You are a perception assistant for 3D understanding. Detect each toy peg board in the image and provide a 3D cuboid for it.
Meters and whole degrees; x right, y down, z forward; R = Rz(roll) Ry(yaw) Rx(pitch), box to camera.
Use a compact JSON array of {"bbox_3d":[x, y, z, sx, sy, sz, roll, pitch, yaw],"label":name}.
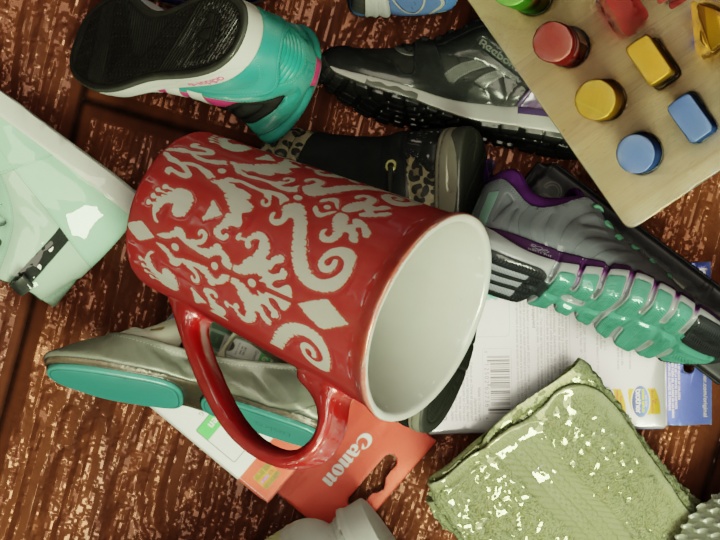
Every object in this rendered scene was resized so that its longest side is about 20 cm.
[{"bbox_3d":[0.189,-0.160,1.049,0.200,0.098,0.199,-35,85,16],"label":"toy peg board"}]

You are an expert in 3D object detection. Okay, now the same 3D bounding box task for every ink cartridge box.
[{"bbox_3d":[-0.055,0.096,1.163,0.200,0.050,0.109,40,91,-2],"label":"ink cartridge box"},{"bbox_3d":[0.143,0.051,1.171,0.200,0.042,0.119,-1,90,1],"label":"ink cartridge box"}]

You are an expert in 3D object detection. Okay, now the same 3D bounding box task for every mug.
[{"bbox_3d":[-0.050,0.009,1.034,0.200,0.133,0.178,24,60,29],"label":"mug"}]

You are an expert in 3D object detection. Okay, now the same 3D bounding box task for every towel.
[{"bbox_3d":[0.148,0.169,1.148,0.148,0.036,0.200,-40,116,1],"label":"towel"}]

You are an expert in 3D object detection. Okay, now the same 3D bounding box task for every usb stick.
[{"bbox_3d":[0.187,0.002,1.137,0.200,0.033,0.055,37,97,0],"label":"usb stick"}]

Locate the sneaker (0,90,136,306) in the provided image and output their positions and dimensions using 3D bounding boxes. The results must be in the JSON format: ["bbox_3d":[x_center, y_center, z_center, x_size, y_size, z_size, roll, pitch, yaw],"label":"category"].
[{"bbox_3d":[-0.260,-0.060,1.137,0.200,0.074,0.118,36,85,-5],"label":"sneaker"}]

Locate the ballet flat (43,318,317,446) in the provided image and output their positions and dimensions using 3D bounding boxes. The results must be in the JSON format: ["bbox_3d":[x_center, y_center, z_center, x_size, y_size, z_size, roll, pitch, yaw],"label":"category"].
[{"bbox_3d":[-0.106,0.065,1.113,0.200,0.067,0.064,14,66,-2],"label":"ballet flat"}]

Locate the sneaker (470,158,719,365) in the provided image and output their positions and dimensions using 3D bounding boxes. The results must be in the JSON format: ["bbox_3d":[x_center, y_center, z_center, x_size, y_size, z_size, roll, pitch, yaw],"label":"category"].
[{"bbox_3d":[0.163,-0.008,1.090,0.200,0.074,0.088,22,62,-13],"label":"sneaker"}]

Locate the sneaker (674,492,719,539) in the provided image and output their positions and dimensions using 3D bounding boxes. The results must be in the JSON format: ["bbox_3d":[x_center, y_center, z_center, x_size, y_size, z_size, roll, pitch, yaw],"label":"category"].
[{"bbox_3d":[0.295,0.174,1.149,0.200,0.070,0.100,-48,114,-16],"label":"sneaker"}]

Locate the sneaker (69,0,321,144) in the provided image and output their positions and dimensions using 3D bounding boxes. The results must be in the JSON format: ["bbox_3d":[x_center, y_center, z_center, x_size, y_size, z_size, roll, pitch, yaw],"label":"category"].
[{"bbox_3d":[-0.097,-0.137,1.123,0.121,0.200,0.084,23,80,-41],"label":"sneaker"}]

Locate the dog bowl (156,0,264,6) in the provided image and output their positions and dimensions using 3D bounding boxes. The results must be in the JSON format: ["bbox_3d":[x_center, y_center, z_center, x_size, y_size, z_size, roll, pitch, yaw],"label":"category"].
[{"bbox_3d":[-0.104,-0.278,1.131,0.200,0.079,0.200,0,93,-1],"label":"dog bowl"}]

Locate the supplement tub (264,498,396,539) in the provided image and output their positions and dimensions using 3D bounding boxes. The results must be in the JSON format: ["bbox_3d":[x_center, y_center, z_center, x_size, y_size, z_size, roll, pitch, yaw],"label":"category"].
[{"bbox_3d":[-0.051,0.257,1.123,0.200,0.145,0.145,-33,93,1],"label":"supplement tub"}]

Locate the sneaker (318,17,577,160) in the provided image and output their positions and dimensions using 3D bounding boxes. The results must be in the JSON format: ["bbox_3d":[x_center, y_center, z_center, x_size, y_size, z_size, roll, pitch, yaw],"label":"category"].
[{"bbox_3d":[0.071,-0.139,1.154,0.200,0.076,0.088,12,81,-8],"label":"sneaker"}]

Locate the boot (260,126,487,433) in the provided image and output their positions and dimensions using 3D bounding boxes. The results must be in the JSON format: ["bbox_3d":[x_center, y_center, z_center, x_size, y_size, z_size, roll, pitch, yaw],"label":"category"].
[{"bbox_3d":[0.001,-0.001,1.132,0.154,0.073,0.204,7,91,22],"label":"boot"}]

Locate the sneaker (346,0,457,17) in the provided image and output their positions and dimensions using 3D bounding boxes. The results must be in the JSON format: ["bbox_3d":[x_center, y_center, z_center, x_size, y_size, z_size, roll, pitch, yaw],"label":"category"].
[{"bbox_3d":[0.040,-0.269,1.143,0.077,0.076,0.200,7,102,-8],"label":"sneaker"}]
